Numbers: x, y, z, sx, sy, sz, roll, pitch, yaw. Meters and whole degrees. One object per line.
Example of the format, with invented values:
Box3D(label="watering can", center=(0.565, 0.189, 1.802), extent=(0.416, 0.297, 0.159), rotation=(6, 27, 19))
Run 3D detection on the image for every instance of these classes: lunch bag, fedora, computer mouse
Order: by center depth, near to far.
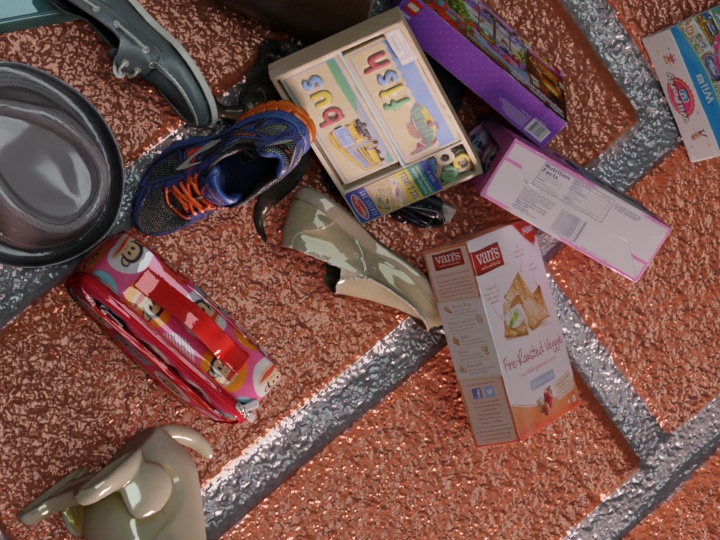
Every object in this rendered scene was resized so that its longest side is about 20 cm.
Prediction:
Box3D(label="lunch bag", center=(-0.163, 0.051, 1.354), extent=(0.200, 0.176, 0.082), rotation=(43, 75, -13))
Box3D(label="fedora", center=(-0.300, -0.096, 1.356), extent=(0.177, 0.090, 0.200), rotation=(-45, 102, -16))
Box3D(label="computer mouse", center=(0.056, -0.151, 1.505), extent=(0.138, 0.053, 0.200), rotation=(21, 81, -17))

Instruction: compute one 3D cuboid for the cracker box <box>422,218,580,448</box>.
Box3D(label="cracker box", center=(0.141, 0.058, 1.492), extent=(0.134, 0.058, 0.200), rotation=(-21, 96, -54))

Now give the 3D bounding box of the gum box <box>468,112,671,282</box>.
Box3D(label="gum box", center=(0.195, -0.076, 1.511), extent=(0.200, 0.114, 0.066), rotation=(28, 102, -16))

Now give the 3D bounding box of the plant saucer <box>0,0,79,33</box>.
Box3D(label="plant saucer", center=(-0.329, -0.253, 1.391), extent=(0.200, 0.019, 0.070), rotation=(-14, 93, -19))

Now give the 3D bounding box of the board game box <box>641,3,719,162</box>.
Box3D(label="board game box", center=(0.421, -0.222, 1.633), extent=(0.200, 0.064, 0.148), rotation=(-26, 96, -18))

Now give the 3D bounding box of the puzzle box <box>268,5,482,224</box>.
Box3D(label="puzzle box", center=(0.016, -0.139, 1.410), extent=(0.133, 0.025, 0.200), rotation=(-23, 131, 13))

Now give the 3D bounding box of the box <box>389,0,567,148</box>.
Box3D(label="box", center=(0.116, -0.219, 1.489), extent=(0.200, 0.137, 0.039), rotation=(38, 115, -15))

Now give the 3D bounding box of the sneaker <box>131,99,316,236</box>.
Box3D(label="sneaker", center=(-0.134, -0.085, 1.380), extent=(0.200, 0.078, 0.075), rotation=(-30, 113, 26))

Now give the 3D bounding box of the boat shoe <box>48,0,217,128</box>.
Box3D(label="boat shoe", center=(-0.210, -0.201, 1.385), extent=(0.062, 0.073, 0.200), rotation=(-41, 96, -23))

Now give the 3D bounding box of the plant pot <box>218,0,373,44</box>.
Box3D(label="plant pot", center=(-0.080, -0.308, 1.410), extent=(0.200, 0.187, 0.187), rotation=(12, 84, -4))

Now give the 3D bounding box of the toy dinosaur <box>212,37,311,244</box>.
Box3D(label="toy dinosaur", center=(-0.087, -0.128, 1.442), extent=(0.102, 0.077, 0.200), rotation=(-9, 87, -6))

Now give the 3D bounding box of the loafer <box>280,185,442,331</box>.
Box3D(label="loafer", center=(0.000, 0.000, 1.471), extent=(0.200, 0.076, 0.068), rotation=(40, 86, -16))

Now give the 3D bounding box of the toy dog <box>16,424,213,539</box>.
Box3D(label="toy dog", center=(-0.184, 0.256, 1.378), extent=(0.200, 0.139, 0.194), rotation=(60, 36, -7))
